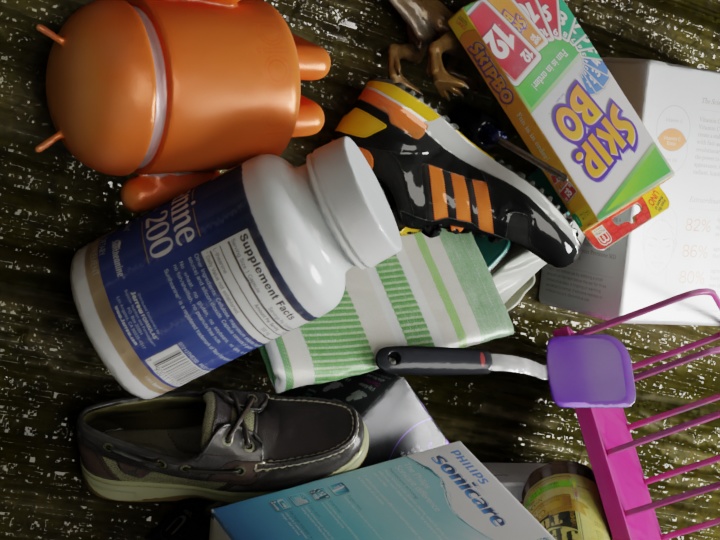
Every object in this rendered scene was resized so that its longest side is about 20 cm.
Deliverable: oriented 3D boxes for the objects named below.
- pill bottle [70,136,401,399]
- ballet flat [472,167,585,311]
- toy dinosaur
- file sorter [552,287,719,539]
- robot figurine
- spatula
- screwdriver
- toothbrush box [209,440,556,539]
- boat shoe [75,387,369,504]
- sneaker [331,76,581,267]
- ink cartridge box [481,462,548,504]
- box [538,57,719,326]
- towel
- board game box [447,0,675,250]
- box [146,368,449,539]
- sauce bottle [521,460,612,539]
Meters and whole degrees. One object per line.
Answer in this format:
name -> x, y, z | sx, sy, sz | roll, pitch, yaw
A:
pill bottle -> -0.079, -0.006, 1.051 | 0.198, 0.111, 0.112 | -26, 115, 10
ballet flat -> 0.129, -0.020, 1.248 | 0.200, 0.069, 0.070 | -42, 118, 1
toy dinosaur -> 0.047, -0.184, 1.201 | 0.199, 0.060, 0.107 | 29, 59, -32
file sorter -> 0.245, 0.133, 1.217 | 0.139, 0.124, 0.202 | 38, 35, -62
robot figurine -> -0.118, -0.123, 1.057 | 0.198, 0.144, 0.118 | -6, 61, -32
spatula -> 0.103, 0.067, 1.150 | 0.198, 0.021, 0.057 | 5, 67, -22
screwdriver -> 0.108, -0.093, 1.159 | 0.028, 0.200, 0.029 | 19, 96, -22
toothbrush box -> 0.019, 0.203, 1.040 | 0.198, 0.146, 0.086 | -13, 126, -30
boat shoe -> -0.094, 0.113, 1.080 | 0.197, 0.074, 0.065 | -8, 139, 2
sneaker -> 0.064, -0.049, 1.173 | 0.199, 0.070, 0.090 | 38, 85, -5
ink cartridge box -> 0.120, 0.257, 1.285 | 0.144, 0.084, 0.203 | 5, 95, -33
box -> 0.241, -0.063, 1.301 | 0.151, 0.106, 0.203 | 3, 96, -32
towel -> 0.000, 0.000, 1.163 | 0.198, 0.023, 0.154 | -13, 69, -31
board game box -> 0.152, -0.118, 1.184 | 0.095, 0.030, 0.201 | -29, 87, -37
box -> -0.033, 0.175, 1.161 | 0.200, 0.106, 0.123 | -45, 118, -18
sauce bottle -> 0.151, 0.218, 1.137 | 0.064, 0.201, 0.065 | 0, 122, -1
